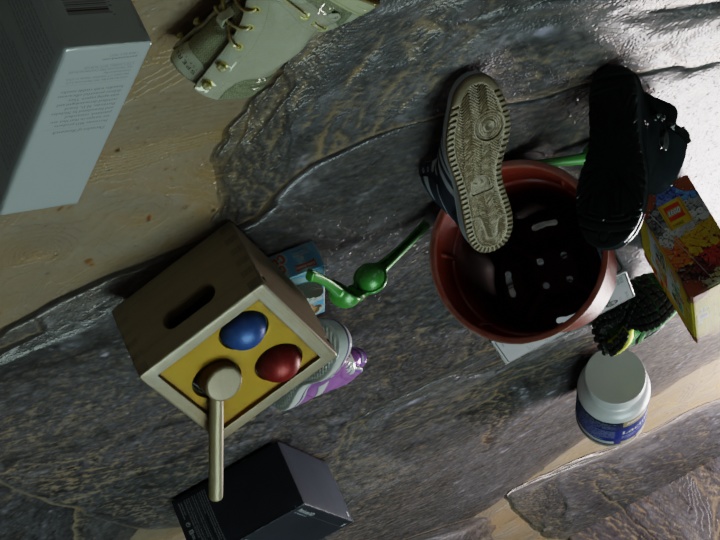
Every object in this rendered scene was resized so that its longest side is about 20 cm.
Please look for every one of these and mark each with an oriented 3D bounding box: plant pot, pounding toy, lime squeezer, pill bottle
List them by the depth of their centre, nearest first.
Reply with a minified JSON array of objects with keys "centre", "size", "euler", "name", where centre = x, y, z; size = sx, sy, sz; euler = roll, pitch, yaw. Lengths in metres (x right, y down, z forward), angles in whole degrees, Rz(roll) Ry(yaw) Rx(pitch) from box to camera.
[{"centre":[-0.142,0.097,1.663],"size":[0.200,0.142,0.184],"euler":[-37,138,6],"name":"pounding toy"},{"centre":[0.000,0.000,1.764],"size":[0.200,0.038,0.071],"euler":[-23,125,-45],"name":"lime squeezer"},{"centre":[0.201,-0.010,1.840],"size":[0.201,0.201,0.195],"euler":[-32,165,13],"name":"plant pot"},{"centre":[0.270,-0.117,1.858],"size":[0.071,0.038,0.200],"euler":[-40,154,29],"name":"lime squeezer"},{"centre":[0.396,0.197,2.547],"size":[0.116,0.116,0.200],"euler":[-25,157,-4],"name":"pill bottle"}]

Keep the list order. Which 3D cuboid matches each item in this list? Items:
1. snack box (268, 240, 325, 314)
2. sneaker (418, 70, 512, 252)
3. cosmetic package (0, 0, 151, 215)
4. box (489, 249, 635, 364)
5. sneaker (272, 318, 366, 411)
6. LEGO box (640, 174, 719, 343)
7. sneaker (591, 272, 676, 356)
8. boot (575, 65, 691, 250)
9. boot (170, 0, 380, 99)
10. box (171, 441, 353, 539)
[{"centre":[-0.136,0.042,1.771],"size":[0.200,0.037,0.116],"euler":[-21,156,-11],"name":"snack box"},{"centre":[0.102,-0.125,1.646],"size":[0.070,0.109,0.200],"euler":[-17,125,-13],"name":"sneaker"},{"centre":[-0.232,-0.141,1.209],"size":[0.071,0.102,0.200],"euler":[-10,153,-34],"name":"cosmetic package"},{"centre":[0.257,0.040,2.145],"size":[0.200,0.060,0.117],"euler":[-29,157,6],"name":"box"},{"centre":[-0.033,0.099,1.969],"size":[0.114,0.073,0.200],"euler":[-17,166,-30],"name":"sneaker"},{"centre":[0.429,-0.011,2.101],"size":[0.077,0.149,0.200],"euler":[-27,157,3],"name":"LEGO box"},{"centre":[0.412,0.052,2.330],"size":[0.085,0.078,0.200],"euler":[-20,166,-31],"name":"sneaker"},{"centre":[0.297,-0.105,1.732],"size":[0.076,0.201,0.168],"euler":[-4,166,30],"name":"boot"},{"centre":[-0.094,-0.204,1.261],"size":[0.155,0.072,0.200],"euler":[-34,156,24],"name":"boot"},{"centre":[-0.138,0.346,2.323],"size":[0.182,0.104,0.200],"euler":[-29,157,10],"name":"box"}]
